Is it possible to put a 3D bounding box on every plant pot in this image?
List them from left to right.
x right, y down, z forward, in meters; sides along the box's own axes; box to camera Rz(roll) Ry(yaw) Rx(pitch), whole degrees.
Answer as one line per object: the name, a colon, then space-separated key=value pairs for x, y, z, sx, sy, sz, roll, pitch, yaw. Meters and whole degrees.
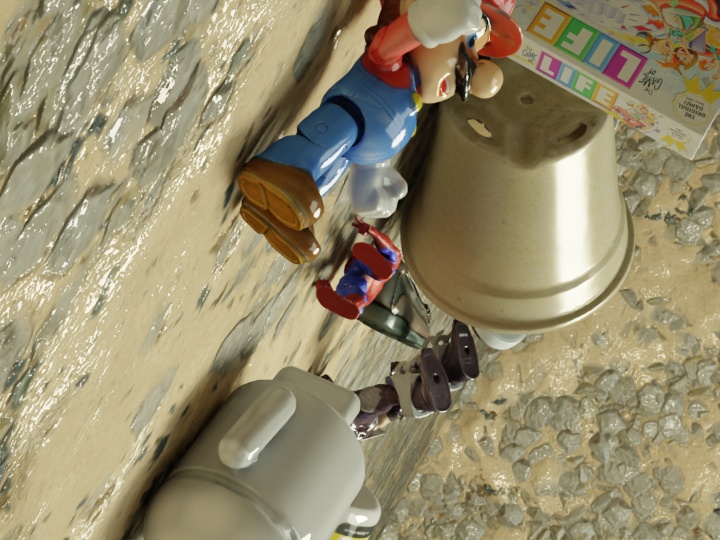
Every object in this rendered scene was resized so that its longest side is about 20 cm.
plant pot: x=0.128 y=-0.083 z=1.425 sx=0.201 sy=0.199 sz=0.184 roll=-55 pitch=159 yaw=-29

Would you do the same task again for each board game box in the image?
board game box: x=0.188 y=-0.185 z=1.304 sx=0.135 sy=0.199 sz=0.034 roll=-56 pitch=171 yaw=-27

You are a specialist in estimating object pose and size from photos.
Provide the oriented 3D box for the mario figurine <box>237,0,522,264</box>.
mario figurine: x=0.026 y=-0.089 z=0.973 sx=0.200 sy=0.106 sz=0.123 roll=-50 pitch=-156 yaw=-16

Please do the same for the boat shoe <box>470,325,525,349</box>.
boat shoe: x=0.100 y=-0.006 z=1.553 sx=0.091 sy=0.070 sz=0.202 roll=-39 pitch=-140 yaw=43

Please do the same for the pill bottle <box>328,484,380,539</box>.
pill bottle: x=-0.075 y=0.265 z=1.548 sx=0.201 sy=0.114 sz=0.114 roll=-61 pitch=172 yaw=9

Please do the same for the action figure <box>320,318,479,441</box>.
action figure: x=0.016 y=0.109 z=1.548 sx=0.130 sy=0.070 sz=0.199 roll=-18 pitch=173 yaw=-45

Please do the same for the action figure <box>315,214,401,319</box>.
action figure: x=0.000 y=0.000 z=1.332 sx=0.066 sy=0.052 sz=0.200 roll=-55 pitch=177 yaw=4

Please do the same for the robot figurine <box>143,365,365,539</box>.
robot figurine: x=-0.071 y=0.154 z=1.198 sx=0.200 sy=0.112 sz=0.171 roll=-53 pitch=153 yaw=-42

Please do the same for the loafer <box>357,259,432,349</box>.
loafer: x=0.035 y=0.028 z=1.571 sx=0.063 sy=0.071 sz=0.200 roll=-66 pitch=170 yaw=-3

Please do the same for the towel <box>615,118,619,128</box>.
towel: x=0.250 y=-0.170 z=1.764 sx=0.148 sy=0.024 sz=0.200 roll=-61 pitch=178 yaw=-11
